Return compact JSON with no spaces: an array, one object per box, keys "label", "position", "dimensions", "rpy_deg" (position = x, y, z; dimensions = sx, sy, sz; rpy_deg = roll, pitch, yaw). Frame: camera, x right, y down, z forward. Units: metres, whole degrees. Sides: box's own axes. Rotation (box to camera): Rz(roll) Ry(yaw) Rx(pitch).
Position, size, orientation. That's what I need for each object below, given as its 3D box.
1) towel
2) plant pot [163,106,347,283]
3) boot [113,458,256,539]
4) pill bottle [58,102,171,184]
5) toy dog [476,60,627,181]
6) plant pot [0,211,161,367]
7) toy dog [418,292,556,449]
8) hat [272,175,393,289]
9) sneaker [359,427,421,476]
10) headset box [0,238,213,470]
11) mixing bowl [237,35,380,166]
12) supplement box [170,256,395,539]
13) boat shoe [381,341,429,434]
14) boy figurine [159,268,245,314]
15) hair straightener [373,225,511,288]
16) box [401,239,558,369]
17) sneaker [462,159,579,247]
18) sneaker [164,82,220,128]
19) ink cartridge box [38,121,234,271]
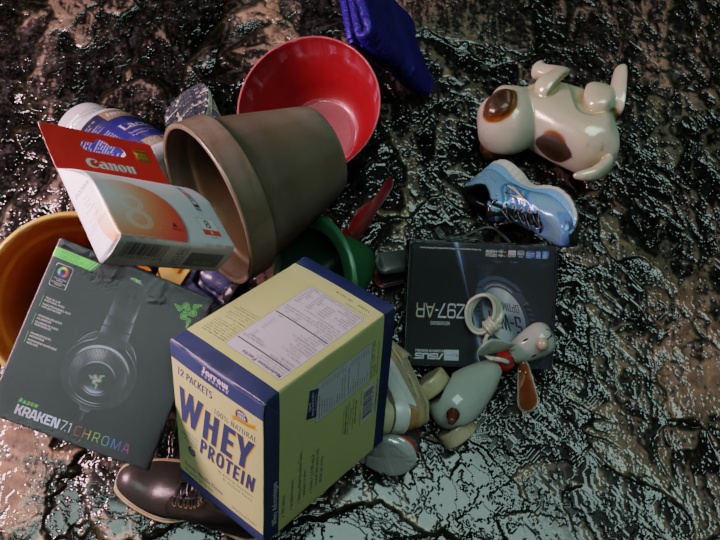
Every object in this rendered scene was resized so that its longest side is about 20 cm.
[{"label":"towel","position":[0.030,-0.345,1.280],"dimensions":[0.049,0.199,0.150],"rpy_deg":[-25,64,22]},{"label":"plant pot","position":[-0.115,-0.111,1.078],"dimensions":[0.172,0.201,0.201],"rpy_deg":[-27,72,-26]},{"label":"boot","position":[-0.197,0.254,1.036],"dimensions":[0.197,0.139,0.079],"rpy_deg":[12,67,2]},{"label":"pill bottle","position":[-0.311,-0.144,1.176],"dimensions":[0.199,0.116,0.116],"rpy_deg":[30,66,34]},{"label":"toy dog","position":[0.263,-0.203,1.268],"dimensions":[0.196,0.140,0.197],"rpy_deg":[8,64,7]},{"label":"plant pot","position":[-0.338,0.043,1.071],"dimensions":[0.197,0.183,0.204],"rpy_deg":[1,85,-14]},{"label":"toy dog","position":[0.155,0.135,1.103],"dimensions":[0.131,0.096,0.201],"rpy_deg":[34,92,-6]},{"label":"hat","position":[0.000,0.000,1.192],"dimensions":[0.174,0.202,0.165],"rpy_deg":[-5,33,-44]},{"label":"sneaker","position":[-0.015,0.192,1.126],"dimensions":[0.197,0.078,0.082],"rpy_deg":[21,34,12]},{"label":"headset box","position":[-0.266,0.082,0.943],"dimensions":[0.172,0.093,0.203],"rpy_deg":[23,79,-12]},{"label":"mixing bowl","position":[-0.062,-0.209,1.241],"dimensions":[0.196,0.108,0.204],"rpy_deg":[-2,78,9]},{"label":"supplement box","position":[-0.080,0.133,0.952],"dimensions":[0.133,0.203,0.199],"rpy_deg":[27,41,30]},{"label":"boat shoe","position":[0.029,0.126,1.121],"dimensions":[0.067,0.075,0.201],"rpy_deg":[3,39,-20]},{"label":"boy figurine","position":[-0.245,-0.012,1.181],"dimensions":[0.199,0.064,0.125],"rpy_deg":[38,80,9]},{"label":"hair straightener","position":[0.115,-0.022,1.206],"dimensions":[0.196,0.077,0.041],"rpy_deg":[-7,58,-7]},{"label":"box","position":[0.154,0.044,1.167],"dimensions":[0.196,0.044,0.163],"rpy_deg":[3,94,-4]},{"label":"sneaker","position":[0.213,-0.076,1.205],"dimensions":[0.089,0.079,0.200],"rpy_deg":[-26,38,-23]},{"label":"sneaker","position":[-0.215,-0.180,1.254],"dimensions":[0.077,0.086,0.202],"rpy_deg":[-30,50,9]},{"label":"ink cartridge box","position":[-0.242,-0.092,0.975],"dimensions":[0.050,0.161,0.202],"rpy_deg":[-43,63,27]}]
